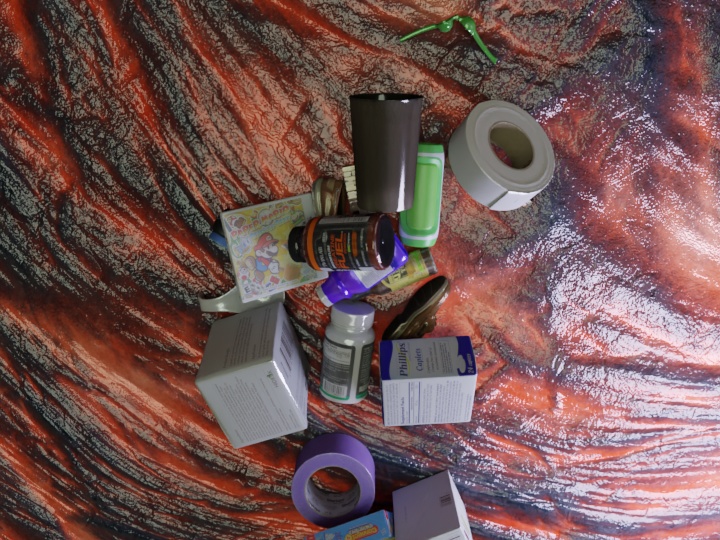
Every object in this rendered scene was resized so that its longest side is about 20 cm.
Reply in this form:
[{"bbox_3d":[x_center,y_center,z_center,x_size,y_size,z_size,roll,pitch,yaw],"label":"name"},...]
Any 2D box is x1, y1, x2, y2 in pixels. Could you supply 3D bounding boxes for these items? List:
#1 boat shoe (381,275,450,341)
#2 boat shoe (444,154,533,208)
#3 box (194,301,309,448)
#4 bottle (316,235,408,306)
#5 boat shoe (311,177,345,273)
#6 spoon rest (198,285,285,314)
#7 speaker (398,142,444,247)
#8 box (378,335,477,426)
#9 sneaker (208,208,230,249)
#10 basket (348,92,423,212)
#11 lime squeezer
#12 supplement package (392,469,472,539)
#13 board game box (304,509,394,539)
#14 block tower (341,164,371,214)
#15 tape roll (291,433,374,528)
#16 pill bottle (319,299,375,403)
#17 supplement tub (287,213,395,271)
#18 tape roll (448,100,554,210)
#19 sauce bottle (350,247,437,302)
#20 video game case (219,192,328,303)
[{"bbox_3d":[0.133,0.099,1.215,0.068,0.072,0.200,36,112,-16],"label":"boat shoe"},{"bbox_3d":[0.261,-0.188,1.141,0.199,0.072,0.068,39,120,-2],"label":"boat shoe"},{"bbox_3d":[-0.215,0.216,1.168,0.168,0.200,0.203,-16,120,6],"label":"box"},{"bbox_3d":[0.000,0.000,1.138,0.199,0.065,0.084,-36,99,12],"label":"bottle"},{"bbox_3d":[-0.054,-0.092,1.159,0.070,0.076,0.204,-1,107,16],"label":"boat shoe"},{"bbox_3d":[-0.261,0.060,1.218,0.196,0.061,0.101,-9,105,4],"label":"spoon rest"},{"bbox_3d":[0.123,-0.155,1.139,0.086,0.089,0.204,3,106,0],"label":"speaker"},{"bbox_3d":[0.139,0.239,1.198,0.195,0.106,0.186,-4,135,1],"label":"box"},{"bbox_3d":[-0.218,-0.056,1.180,0.198,0.070,0.079,29,86,-18],"label":"sneaker"},{"bbox_3d":[0.046,-0.222,1.048,0.133,0.181,0.204,-4,112,-10],"label":"basket"},{"bbox_3d":[0.178,-0.462,1.086,0.196,0.038,0.071,11,136,-3],"label":"lime squeezer"},{"bbox_3d":[0.166,0.588,1.281,0.153,0.200,0.112,-23,104,7],"label":"supplement package"},{"bbox_3d":[-0.005,0.628,1.309,0.197,0.196,0.057,-22,59,7],"label":"board game box"},{"bbox_3d":[0.007,-0.122,1.166,0.053,0.058,0.204,-10,107,4],"label":"block tower"},{"bbox_3d":[-0.063,0.498,1.322,0.195,0.085,0.204,0,105,1],"label":"tape roll"},{"bbox_3d":[-0.027,0.175,1.217,0.111,0.113,0.204,8,105,-1],"label":"pill bottle"},{"bbox_3d":[-0.039,-0.052,1.068,0.196,0.107,0.109,-1,107,25],"label":"supplement tub"},{"bbox_3d":[0.270,-0.220,1.065,0.198,0.071,0.207,9,66,-20],"label":"tape roll"},{"bbox_3d":[0.066,0.014,1.196,0.197,0.065,0.066,-24,104,6],"label":"sauce bottle"},{"bbox_3d":[-0.173,-0.049,1.149,0.197,0.023,0.186,-16,101,-25],"label":"video game case"}]
